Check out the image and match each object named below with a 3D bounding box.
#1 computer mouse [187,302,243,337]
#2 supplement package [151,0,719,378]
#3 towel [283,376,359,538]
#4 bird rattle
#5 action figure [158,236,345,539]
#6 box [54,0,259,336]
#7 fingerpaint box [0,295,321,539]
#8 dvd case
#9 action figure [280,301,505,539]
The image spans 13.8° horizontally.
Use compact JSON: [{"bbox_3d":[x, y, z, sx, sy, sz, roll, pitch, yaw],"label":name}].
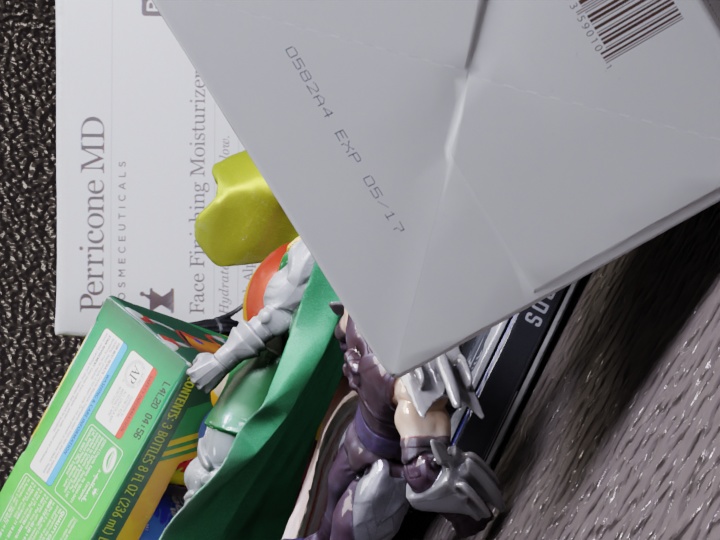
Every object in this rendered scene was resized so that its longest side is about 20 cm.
[{"bbox_3d":[-0.035,0.005,1.449,0.200,0.034,0.059,-41,-41,-3],"label":"computer mouse"},{"bbox_3d":[0.043,-0.091,1.006,0.150,0.152,0.200,-29,13,14],"label":"supplement package"},{"bbox_3d":[-0.026,0.132,1.315,0.200,0.032,0.192,-85,16,-84],"label":"towel"},{"bbox_3d":[0.000,0.000,1.302,0.163,0.112,0.200,-60,19,-18],"label":"bird rattle"},{"bbox_3d":[-0.038,0.050,1.194,0.201,0.054,0.118,-65,-15,-4],"label":"action figure"},{"bbox_3d":[-0.087,-0.067,1.573,0.200,0.130,0.200,-60,-30,-86],"label":"box"},{"bbox_3d":[-0.092,0.132,1.426,0.073,0.167,0.201,36,99,41],"label":"fingerpaint box"},{"bbox_3d":[0.068,0.007,1.257,0.201,0.025,0.150,-63,4,-16],"label":"dvd case"},{"bbox_3d":[0.008,0.071,1.128,0.130,0.069,0.201,-101,28,-59],"label":"action figure"}]
